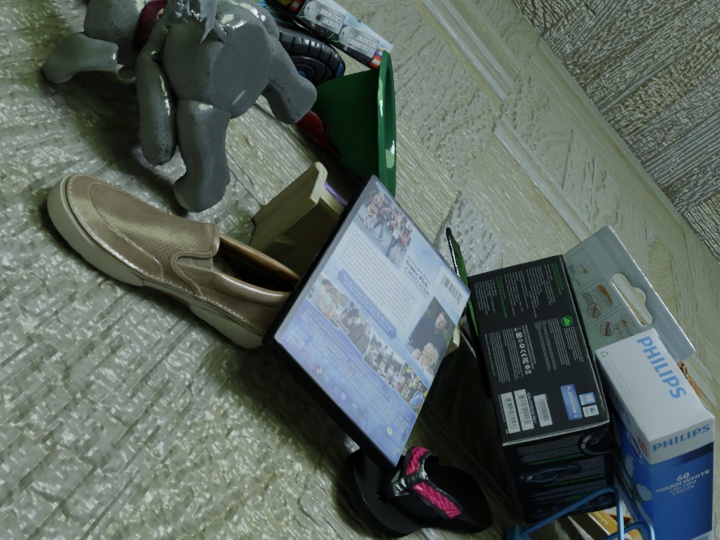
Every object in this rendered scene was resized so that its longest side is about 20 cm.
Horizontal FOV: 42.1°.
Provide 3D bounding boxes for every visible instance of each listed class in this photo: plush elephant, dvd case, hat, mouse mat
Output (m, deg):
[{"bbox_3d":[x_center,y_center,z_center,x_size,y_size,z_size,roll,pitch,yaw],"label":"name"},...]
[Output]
[{"bbox_3d":[-0.155,-0.173,0.748,0.154,0.165,0.200,25,-25,27],"label":"plush elephant"},{"bbox_3d":[0.014,0.034,0.739,0.143,0.017,0.200,49,45,-20],"label":"dvd case"},{"bbox_3d":[-0.053,-0.163,1.035,0.166,0.175,0.201,-82,169,-54],"label":"hat"},{"bbox_3d":[0.112,0.045,0.934,0.200,0.007,0.162,22,55,-79],"label":"mouse mat"}]

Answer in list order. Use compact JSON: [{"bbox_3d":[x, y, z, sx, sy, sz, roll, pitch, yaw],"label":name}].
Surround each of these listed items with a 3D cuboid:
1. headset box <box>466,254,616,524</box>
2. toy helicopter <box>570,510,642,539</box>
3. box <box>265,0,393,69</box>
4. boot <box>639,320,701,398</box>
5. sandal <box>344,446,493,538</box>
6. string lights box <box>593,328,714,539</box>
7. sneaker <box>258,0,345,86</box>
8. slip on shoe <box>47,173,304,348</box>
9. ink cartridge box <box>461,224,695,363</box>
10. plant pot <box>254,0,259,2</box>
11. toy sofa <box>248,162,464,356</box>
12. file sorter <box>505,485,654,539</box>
[{"bbox_3d":[0.172,0.118,0.873,0.200,0.092,0.175,66,13,-51],"label":"headset box"},{"bbox_3d":[0.264,0.271,0.960,0.200,0.079,0.132,43,31,8],"label":"toy helicopter"},{"bbox_3d":[-0.068,-0.307,1.083,0.137,0.040,0.200,23,14,-45],"label":"box"},{"bbox_3d":[0.478,0.184,1.449,0.155,0.077,0.200,41,20,-31],"label":"boot"},{"bbox_3d":[0.058,0.174,0.758,0.200,0.045,0.075,20,41,-49],"label":"sandal"},{"bbox_3d":[0.259,0.157,0.819,0.103,0.059,0.201,-110,180,-47],"label":"string lights box"},{"bbox_3d":[-0.092,-0.259,1.026,0.200,0.073,0.082,20,41,-49],"label":"sneaker"},{"bbox_3d":[-0.125,-0.014,0.670,0.200,0.060,0.076,38,29,-29],"label":"slip on shoe"},{"bbox_3d":[0.232,0.069,1.008,0.161,0.200,0.047,57,25,9],"label":"ink cartridge box"},{"bbox_3d":[-0.173,-0.315,0.844,0.193,0.200,0.201,48,24,-28],"label":"plant pot"},{"bbox_3d":[0.000,0.000,0.840,0.200,0.083,0.098,44,27,-18],"label":"toy sofa"},{"bbox_3d":[0.225,0.304,0.787,0.200,0.123,0.139,48,25,-9],"label":"file sorter"}]
